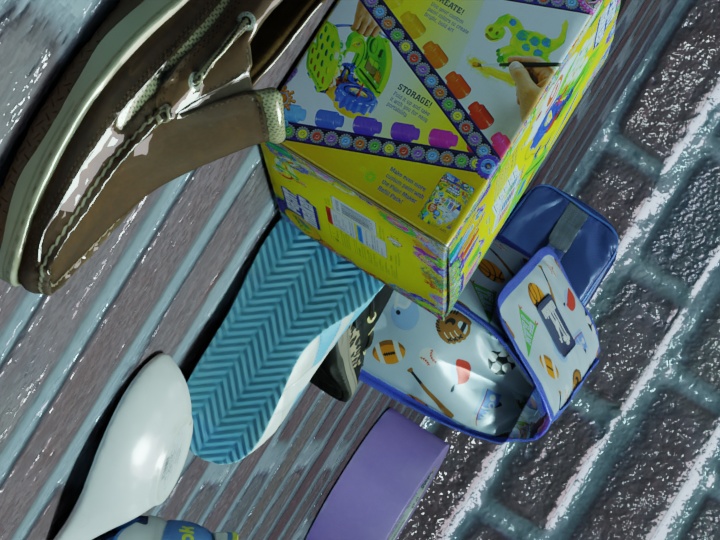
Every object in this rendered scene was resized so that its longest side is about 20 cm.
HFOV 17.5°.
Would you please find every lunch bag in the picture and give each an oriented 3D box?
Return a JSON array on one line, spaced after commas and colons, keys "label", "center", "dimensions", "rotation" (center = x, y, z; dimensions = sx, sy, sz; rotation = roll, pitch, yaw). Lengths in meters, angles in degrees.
[{"label": "lunch bag", "center": [0.085, 0.040, 1.813], "dimensions": [0.124, 0.199, 0.170], "rotation": [-61, 171, 26]}, {"label": "lunch bag", "center": [0.204, 0.005, 2.712], "dimensions": [0.201, 0.135, 0.132], "rotation": [-57, 172, -1]}]

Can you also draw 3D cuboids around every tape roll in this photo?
[{"label": "tape roll", "center": [0.018, 0.268, 2.744], "dimensions": [0.201, 0.085, 0.200], "rotation": [-58, 173, -11]}]

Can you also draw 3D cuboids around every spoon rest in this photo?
[{"label": "spoon rest", "center": [-0.142, 0.140, 1.320], "dimensions": [0.099, 0.060, 0.202], "rotation": [-41, 148, -70]}]

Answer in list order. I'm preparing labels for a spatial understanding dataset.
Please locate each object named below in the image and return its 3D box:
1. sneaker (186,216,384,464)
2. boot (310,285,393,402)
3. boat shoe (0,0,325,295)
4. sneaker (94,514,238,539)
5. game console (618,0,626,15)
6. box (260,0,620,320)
[{"label": "sneaker", "center": [-0.045, 0.027, 1.429], "dimensions": [0.200, 0.076, 0.081], "rotation": [-52, -179, -4]}, {"label": "boot", "center": [0.000, 0.000, 1.605], "dimensions": [0.151, 0.073, 0.200], "rotation": [-57, 167, -15]}, {"label": "boat shoe", "center": [-0.061, -0.070, 0.879], "dimensions": [0.203, 0.075, 0.075], "rotation": [-57, 173, -9]}, {"label": "sneaker", "center": [-0.141, 0.189, 1.454], "dimensions": [0.200, 0.082, 0.075], "rotation": [144, -45, -62]}, {"label": "game console", "center": [0.154, -0.259, 1.685], "dimensions": [0.175, 0.116, 0.201], "rotation": [21, 95, -54]}, {"label": "box", "center": [0.048, -0.100, 1.304], "dimensions": [0.193, 0.121, 0.200], "rotation": [-57, 172, -10]}]
